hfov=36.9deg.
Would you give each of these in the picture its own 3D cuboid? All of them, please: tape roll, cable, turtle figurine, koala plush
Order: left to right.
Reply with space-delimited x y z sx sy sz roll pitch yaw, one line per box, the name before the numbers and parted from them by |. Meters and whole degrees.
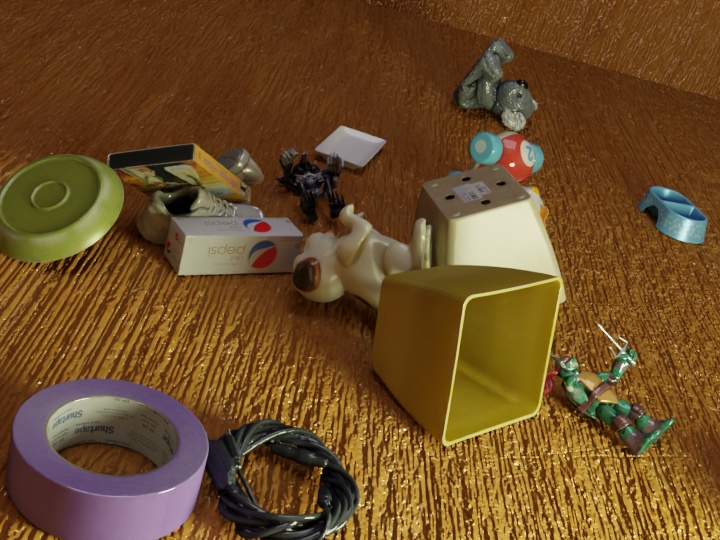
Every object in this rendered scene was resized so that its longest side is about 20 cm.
tape roll | -0.262 0.194 1.120 0.199 0.066 0.200 13 26 -7
cable | -0.081 0.235 1.176 0.163 0.051 0.200 5 24 -33
koala plush | 0.356 -0.446 2.731 0.200 0.184 0.177 38 35 -3
turtle figurine | 0.336 0.164 1.500 0.149 0.101 0.200 -30 65 -38

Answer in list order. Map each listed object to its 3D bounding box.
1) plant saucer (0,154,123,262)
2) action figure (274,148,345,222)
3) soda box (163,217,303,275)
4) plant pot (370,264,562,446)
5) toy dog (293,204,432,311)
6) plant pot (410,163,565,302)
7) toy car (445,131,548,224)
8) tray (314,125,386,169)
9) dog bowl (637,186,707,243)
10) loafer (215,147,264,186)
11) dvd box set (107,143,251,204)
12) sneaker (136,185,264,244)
plant saucer | -0.438 -0.099 1.532 0.199 0.031 0.201 -4 51 5
action figure | -0.085 -0.169 1.929 0.118 0.102 0.200 -5 32 -15
soda box | -0.190 -0.038 1.633 0.199 0.068 0.064 -2 31 -33
plant pot | 0.126 0.089 1.439 0.199 0.201 0.176 -10 24 -43
toy dog | 0.000 0.000 1.587 0.199 0.195 0.140 4 6 11
plant pot | 0.188 -0.049 1.678 0.199 0.178 0.200 -14 32 -9
toy car | 0.297 -0.144 2.049 0.184 0.177 0.200 3 38 -51
tray | -0.020 -0.250 2.225 0.107 0.022 0.200 21 25 7
dog bowl | 0.686 -0.126 2.359 0.111 0.050 0.200 9 26 -16
loafer | -0.238 -0.148 1.774 0.199 0.072 0.063 -9 -43 46
dvd box set | -0.274 -0.139 1.655 0.146 0.030 0.200 -4 -16 18
sneaker | -0.235 -0.085 1.652 0.199 0.099 0.078 -2 57 -24
